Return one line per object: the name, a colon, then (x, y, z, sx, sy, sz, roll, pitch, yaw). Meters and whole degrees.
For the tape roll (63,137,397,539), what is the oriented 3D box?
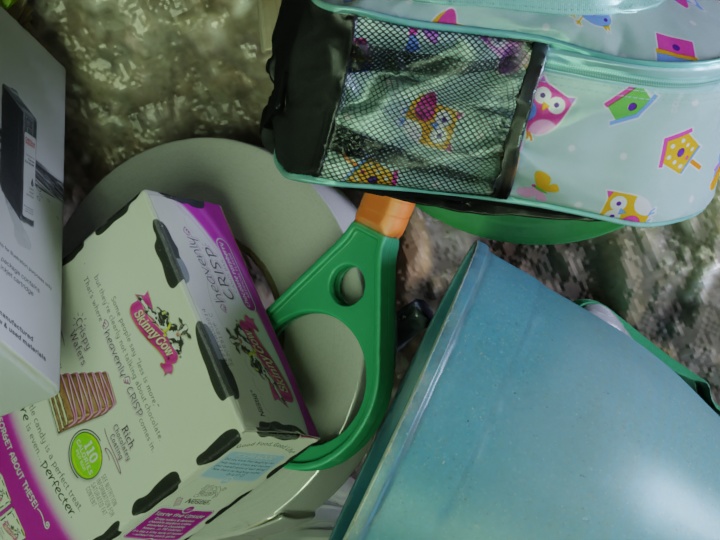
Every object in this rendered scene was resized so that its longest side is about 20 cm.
tape roll: (-0.075, 0.036, 1.314, 0.201, 0.037, 0.205, -3, 83, 29)

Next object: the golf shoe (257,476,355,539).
golf shoe: (0.034, 0.171, 1.368, 0.199, 0.092, 0.076, 17, 116, 7)

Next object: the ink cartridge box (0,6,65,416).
ink cartridge box: (-0.222, -0.020, 1.269, 0.143, 0.201, 0.084, -20, 140, 21)

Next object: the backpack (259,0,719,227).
backpack: (0.070, -0.103, 1.129, 0.199, 0.176, 0.154, 17, 112, -7)

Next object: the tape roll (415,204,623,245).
tape roll: (0.081, -0.113, 1.248, 0.199, 0.048, 0.202, 6, 115, 14)

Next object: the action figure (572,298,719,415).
action figure: (0.138, 0.082, 1.319, 0.200, 0.055, 0.118, 48, 121, -3)

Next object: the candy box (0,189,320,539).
candy box: (-0.127, 0.074, 1.274, 0.200, 0.061, 0.137, -38, 63, 28)

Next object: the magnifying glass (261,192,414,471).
magnifying glass: (0.000, 0.000, 1.245, 0.079, 0.022, 0.201, 27, 100, 30)

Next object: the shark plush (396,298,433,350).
shark plush: (-0.037, 0.081, 1.351, 0.199, 0.083, 0.091, -22, 111, 20)

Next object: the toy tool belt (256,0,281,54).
toy tool belt: (-0.104, -0.180, 1.233, 0.199, 0.125, 0.124, 16, 109, 10)

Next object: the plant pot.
plant pot: (0.094, 0.116, 1.222, 0.187, 0.200, 0.201, 25, 119, -1)

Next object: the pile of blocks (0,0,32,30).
pile of blocks: (-0.219, -0.132, 1.322, 0.199, 0.062, 0.082, -32, 102, 27)
